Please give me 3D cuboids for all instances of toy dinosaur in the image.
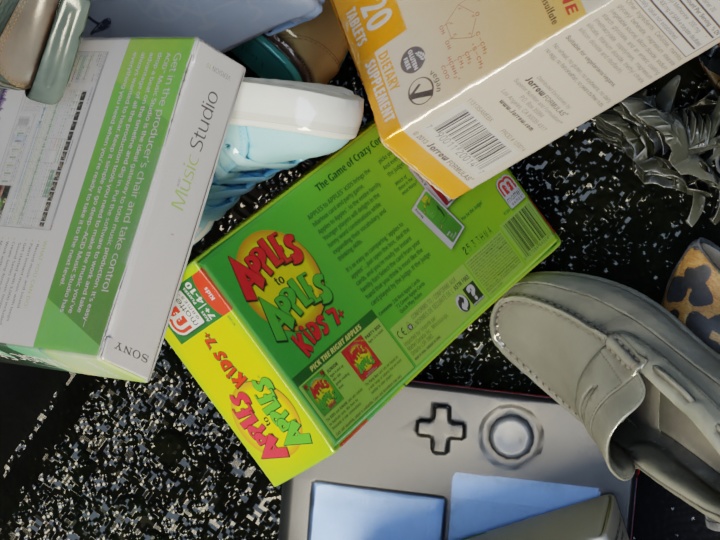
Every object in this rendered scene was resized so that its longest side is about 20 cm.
[{"bbox_3d":[0.181,-0.096,1.157,0.136,0.102,0.200,-41,70,-5],"label":"toy dinosaur"}]

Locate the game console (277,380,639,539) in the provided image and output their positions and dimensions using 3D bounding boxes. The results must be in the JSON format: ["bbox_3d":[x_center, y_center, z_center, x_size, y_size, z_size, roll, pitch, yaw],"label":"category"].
[{"bbox_3d":[0.044,0.154,1.241,0.176,0.031,0.201,6,99,6],"label":"game console"}]

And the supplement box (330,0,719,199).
[{"bbox_3d":[0.088,-0.140,1.110,0.199,0.073,0.127,-31,56,17],"label":"supplement box"}]

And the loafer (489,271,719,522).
[{"bbox_3d":[0.130,0.060,1.155,0.199,0.070,0.070,28,136,38],"label":"loafer"}]

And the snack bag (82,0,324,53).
[{"bbox_3d":[-0.144,-0.148,1.143,0.188,0.021,0.200,-21,127,39],"label":"snack bag"}]

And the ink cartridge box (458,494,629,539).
[{"bbox_3d":[0.082,0.228,1.190,0.145,0.084,0.201,-18,96,11],"label":"ink cartridge box"}]

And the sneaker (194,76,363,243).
[{"bbox_3d":[-0.074,-0.043,1.143,0.199,0.074,0.083,-2,90,45],"label":"sneaker"}]

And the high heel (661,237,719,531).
[{"bbox_3d":[0.242,0.044,1.174,0.199,0.071,0.143,-9,104,17],"label":"high heel"}]

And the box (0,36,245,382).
[{"bbox_3d":[-0.146,-0.031,1.113,0.199,0.036,0.145,5,74,46],"label":"box"}]

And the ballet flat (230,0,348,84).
[{"bbox_3d":[-0.085,-0.162,1.199,0.200,0.069,0.063,38,74,-2],"label":"ballet flat"}]

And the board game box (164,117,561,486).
[{"bbox_3d":[0.000,0.000,1.140,0.102,0.200,0.048,53,135,-3],"label":"board game box"}]

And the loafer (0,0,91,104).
[{"bbox_3d":[-0.131,-0.164,1.036,0.062,0.072,0.201,12,116,-12],"label":"loafer"}]
